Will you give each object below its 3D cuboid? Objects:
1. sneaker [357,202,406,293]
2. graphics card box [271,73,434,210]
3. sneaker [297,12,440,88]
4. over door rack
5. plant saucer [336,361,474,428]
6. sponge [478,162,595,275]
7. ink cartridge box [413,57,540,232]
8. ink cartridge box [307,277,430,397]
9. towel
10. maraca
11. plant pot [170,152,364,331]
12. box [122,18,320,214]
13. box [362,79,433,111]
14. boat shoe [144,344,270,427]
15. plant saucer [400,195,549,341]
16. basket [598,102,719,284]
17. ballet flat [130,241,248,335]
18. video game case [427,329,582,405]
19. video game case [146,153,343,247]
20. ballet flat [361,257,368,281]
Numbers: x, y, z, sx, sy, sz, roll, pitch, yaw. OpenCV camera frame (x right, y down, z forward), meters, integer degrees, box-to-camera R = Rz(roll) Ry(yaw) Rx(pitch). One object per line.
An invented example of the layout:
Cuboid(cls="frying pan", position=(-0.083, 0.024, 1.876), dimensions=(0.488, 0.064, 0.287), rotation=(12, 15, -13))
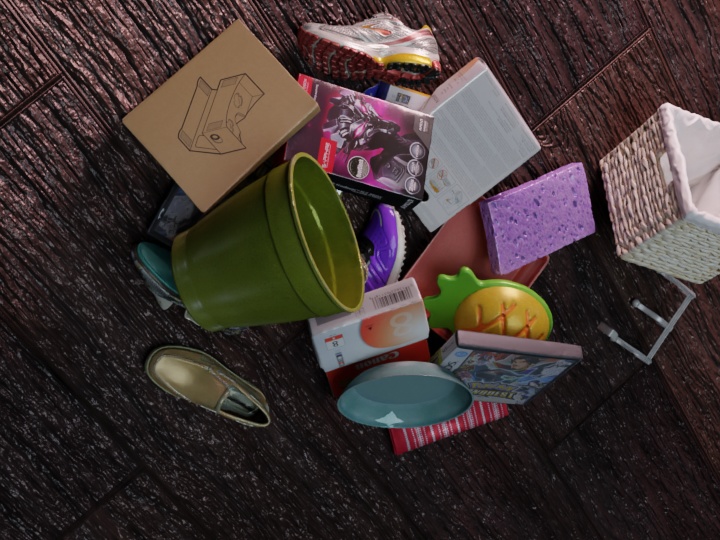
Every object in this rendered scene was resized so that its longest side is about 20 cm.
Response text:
Cuboid(cls="sneaker", position=(0.000, 0.000, 1.676), dimensions=(0.098, 0.070, 0.203), rotation=(3, 107, -25))
Cuboid(cls="graphics card box", position=(-0.007, -0.165, 1.538), dimensions=(0.197, 0.051, 0.127), rotation=(16, 70, -17))
Cuboid(cls="sneaker", position=(0.010, -0.301, 1.575), dimensions=(0.197, 0.078, 0.083), rotation=(7, 68, -19))
Cuboid(cls="over door rack", position=(0.459, 0.058, 1.918), dimensions=(0.149, 0.066, 0.199), rotation=(-57, 143, 2))
Cuboid(cls="plant saucer", position=(0.064, 0.175, 1.699), dimensions=(0.198, 0.200, 0.036), rotation=(17, 56, -30))
Cuboid(cls="sponge", position=(0.266, -0.079, 1.770), dimensions=(0.198, 0.030, 0.113), rotation=(-23, 107, -29))
Cuboid(cls="ink cartridge box", position=(0.133, -0.174, 1.660), dimensions=(0.199, 0.050, 0.162), rotation=(-36, 122, 9))
Cuboid(cls="ink cartridge box", position=(0.020, 0.113, 1.673), dimensions=(0.160, 0.050, 0.201), rotation=(-18, 135, -3))
Cuboid(cls="towel", position=(0.128, 0.199, 1.817), dimensions=(0.197, 0.023, 0.146), rotation=(-18, 121, -8))
Cuboid(cls="maraca", position=(0.188, 0.066, 1.734), dimensions=(0.198, 0.107, 0.138), rotation=(24, 117, -14))
Cuboid(cls="plant pot", position=(-0.122, -0.015, 1.447), dimensions=(0.191, 0.201, 0.202), rotation=(-20, 121, 16))
Cuboid(cls="box", position=(-0.174, -0.194, 1.483), dimensions=(0.200, 0.021, 0.164), rotation=(-42, 77, -7))
Cuboid(cls="box", position=(0.079, -0.189, 1.662), dimensions=(0.198, 0.041, 0.121), rotation=(11, 103, -32))
Cuboid(cls="boat shoe", position=(-0.203, 0.163, 1.630), dimensions=(0.198, 0.076, 0.072), rotation=(26, 96, -31))
Cuboid(cls="plant saucer", position=(0.162, 0.004, 1.778), dimensions=(0.199, 0.037, 0.201), rotation=(37, 91, -32))
Cuboid(cls="basket", position=(0.494, -0.110, 1.787), dimensions=(0.198, 0.201, 0.161), rotation=(14, 146, -30))
Cuboid(cls="ballet flat", position=(-0.231, 0.034, 1.575), dimensions=(0.199, 0.072, 0.073), rotation=(30, 94, -25))
Cuboid(cls="video game case", position=(0.194, 0.146, 1.720), dimensions=(0.197, 0.026, 0.181), rotation=(8, 149, -19))
Cuboid(cls="video game case", position=(-0.150, -0.078, 1.549), dimensions=(0.198, 0.026, 0.182), rotation=(30, 94, -11))
Cuboid(cls="ballet flat", position=(-0.088, -0.002, 1.626), dimensions=(0.197, 0.065, 0.071), rotation=(3, 116, 0))
